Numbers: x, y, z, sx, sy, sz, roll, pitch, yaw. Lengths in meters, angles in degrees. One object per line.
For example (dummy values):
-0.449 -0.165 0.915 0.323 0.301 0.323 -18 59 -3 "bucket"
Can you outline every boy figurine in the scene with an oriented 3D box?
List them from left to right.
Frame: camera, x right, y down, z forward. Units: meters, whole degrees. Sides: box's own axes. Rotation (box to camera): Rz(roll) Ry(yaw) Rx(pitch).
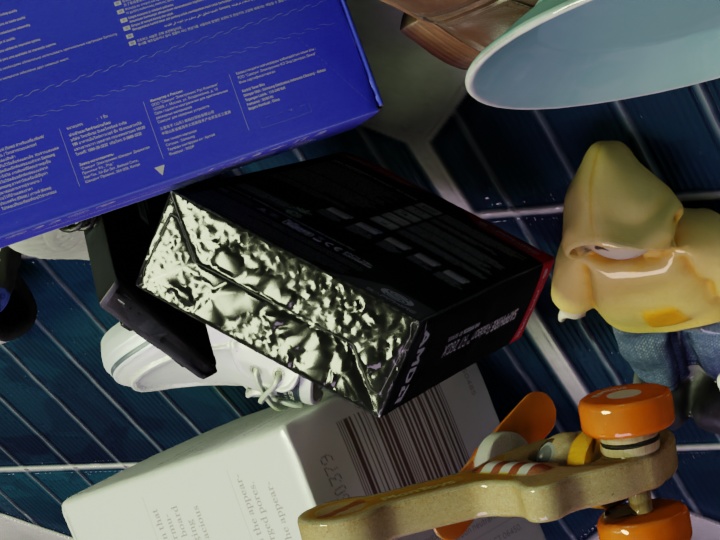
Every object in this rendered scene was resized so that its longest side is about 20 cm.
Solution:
0.151 0.009 1.032 0.124 0.065 0.200 2 150 23 "boy figurine"

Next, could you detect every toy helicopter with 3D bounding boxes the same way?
0.063 0.108 1.063 0.199 0.079 0.132 -12 -170 -13 "toy helicopter"

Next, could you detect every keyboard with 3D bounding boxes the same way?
-0.123 -0.030 0.957 0.040 0.200 0.104 -36 127 11 "keyboard"

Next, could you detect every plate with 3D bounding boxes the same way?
0.135 -0.107 0.822 0.200 0.026 0.200 -14 171 -2 "plate"

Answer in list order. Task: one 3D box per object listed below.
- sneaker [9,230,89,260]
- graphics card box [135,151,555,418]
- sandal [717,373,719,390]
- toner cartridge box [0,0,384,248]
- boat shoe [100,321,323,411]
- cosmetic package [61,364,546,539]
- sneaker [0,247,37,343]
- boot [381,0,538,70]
-0.107 -0.027 1.082 0.072 0.073 0.200 -31 142 34 "sneaker"
0.000 0.000 0.940 0.125 0.051 0.200 28 -164 15 "graphics card box"
0.265 0.080 1.051 0.206 0.059 0.079 5 167 -28 "sandal"
-0.100 -0.076 0.860 0.200 0.095 0.043 -19 178 -17 "toner cartridge box"
-0.037 0.038 1.079 0.200 0.067 0.074 -17 157 9 "boat shoe"
-0.027 0.160 1.182 0.200 0.165 0.165 -22 90 44 "cosmetic package"
-0.251 -0.010 1.150 0.115 0.081 0.199 -17 144 35 "sneaker"
0.058 -0.155 0.804 0.186 0.064 0.200 21 154 -37 "boot"
